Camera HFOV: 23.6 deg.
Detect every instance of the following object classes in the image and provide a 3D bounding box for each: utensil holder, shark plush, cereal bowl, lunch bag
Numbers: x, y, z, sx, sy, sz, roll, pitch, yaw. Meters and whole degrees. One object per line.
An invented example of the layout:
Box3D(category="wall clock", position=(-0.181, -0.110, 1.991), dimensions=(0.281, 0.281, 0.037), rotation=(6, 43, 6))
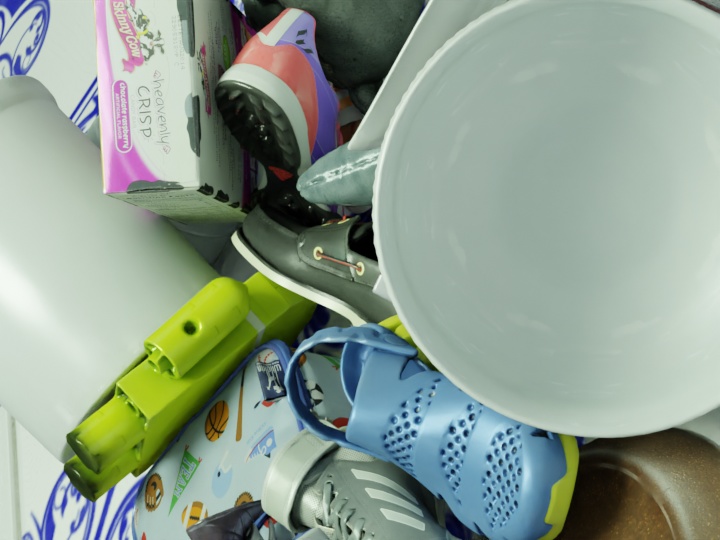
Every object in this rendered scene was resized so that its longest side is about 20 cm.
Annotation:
Box3D(category="utensil holder", position=(-0.203, 0.001, 1.121), dimensions=(0.170, 0.200, 0.170), rotation=(-44, -10, -10))
Box3D(category="shark plush", position=(0.058, -0.065, 0.965), dimensions=(0.200, 0.083, 0.091), rotation=(-3, 86, 45))
Box3D(category="cereal bowl", position=(0.104, -0.029, 0.777), dimensions=(0.083, 0.200, 0.200), rotation=(-86, 21, -81))
Box3D(category="lunch bag", position=(-0.061, 0.147, 1.037), dimensions=(0.200, 0.076, 0.160), rotation=(-50, 37, 31))

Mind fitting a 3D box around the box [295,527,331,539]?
Box3D(category="box", position=(-0.042, 0.262, 0.775), dimensions=(0.200, 0.131, 0.199), rotation=(49, 128, 10))

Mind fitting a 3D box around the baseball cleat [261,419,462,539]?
Box3D(category="baseball cleat", position=(0.000, 0.138, 0.871), dimensions=(0.200, 0.106, 0.070), rotation=(-88, 6, -72))

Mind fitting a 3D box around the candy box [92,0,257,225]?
Box3D(category="candy box", position=(-0.108, -0.104, 1.068), dimensions=(0.200, 0.061, 0.136), rotation=(30, -124, -81))

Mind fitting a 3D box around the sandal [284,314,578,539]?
Box3D(category="sandal", position=(0.029, 0.077, 0.840), dimensions=(0.200, 0.087, 0.080), rotation=(27, 108, 55))

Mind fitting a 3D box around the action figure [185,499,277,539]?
Box3D(category="action figure", position=(-0.047, 0.229, 0.925), dimensions=(0.130, 0.069, 0.200), rotation=(-35, 74, 30))

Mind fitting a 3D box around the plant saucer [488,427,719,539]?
Box3D(category="plant saucer", position=(0.107, 0.164, 0.792), dimensions=(0.200, 0.034, 0.200), rotation=(-37, 42, 42))

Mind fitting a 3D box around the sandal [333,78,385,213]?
Box3D(category="sandal", position=(-0.018, -0.123, 1.147), dimensions=(0.079, 0.059, 0.207), rotation=(-48, 37, 33))

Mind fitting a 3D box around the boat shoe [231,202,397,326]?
Box3D(category="boat shoe", position=(0.002, 0.000, 1.000), dimensions=(0.201, 0.074, 0.063), rotation=(30, 104, 43))

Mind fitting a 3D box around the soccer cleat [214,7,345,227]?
Box3D(category="soccer cleat", position=(-0.034, -0.076, 1.065), dimensions=(0.068, 0.200, 0.073), rotation=(20, 64, 23))

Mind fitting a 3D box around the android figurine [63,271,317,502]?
Box3D(category="android figurine", position=(-0.101, 0.062, 1.080), dimensions=(0.200, 0.041, 0.182), rotation=(-41, -11, -22))

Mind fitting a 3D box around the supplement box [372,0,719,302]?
Box3D(category="supplement box", position=(0.100, -0.055, 0.855), dimensions=(0.200, 0.109, 0.061), rotation=(-63, -10, 10))

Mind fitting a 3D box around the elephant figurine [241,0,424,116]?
Box3D(category="elephant figurine", position=(0.017, -0.222, 1.077), dimensions=(0.200, 0.155, 0.141), rotation=(-45, 46, -14))

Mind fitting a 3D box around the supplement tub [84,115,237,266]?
Box3D(category="supplement tub", position=(-0.186, -0.002, 1.275), dimensions=(0.200, 0.132, 0.132), rotation=(-58, 32, 19))

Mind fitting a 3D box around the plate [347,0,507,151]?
Box3D(category="plate", position=(0.076, -0.161, 0.922), dimensions=(0.200, 0.032, 0.200), rotation=(-58, -4, 25))
